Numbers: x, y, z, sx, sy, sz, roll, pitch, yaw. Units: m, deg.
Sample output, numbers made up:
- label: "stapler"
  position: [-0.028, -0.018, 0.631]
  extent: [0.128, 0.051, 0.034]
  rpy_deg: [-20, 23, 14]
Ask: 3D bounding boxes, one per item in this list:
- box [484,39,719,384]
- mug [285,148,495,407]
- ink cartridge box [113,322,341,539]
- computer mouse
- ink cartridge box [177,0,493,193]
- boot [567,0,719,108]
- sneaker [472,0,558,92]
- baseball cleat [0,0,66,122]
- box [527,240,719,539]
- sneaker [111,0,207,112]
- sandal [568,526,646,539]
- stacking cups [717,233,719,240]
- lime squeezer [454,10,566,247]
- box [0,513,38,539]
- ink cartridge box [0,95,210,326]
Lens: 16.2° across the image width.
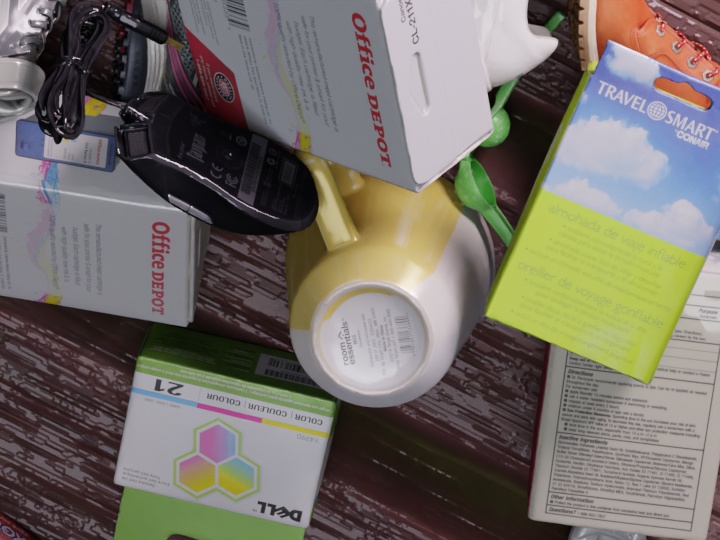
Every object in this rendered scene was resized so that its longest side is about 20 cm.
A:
- label: "box"
  position: [0.172, -0.040, 1.631]
  extent: [0.121, 0.048, 0.201]
  rpy_deg: [22, 108, -2]
- label: "mug"
  position: [-0.001, 0.009, 1.723]
  extent: [0.186, 0.153, 0.150]
  rpy_deg: [35, 110, -7]
- label: "ink cartridge box"
  position: [-0.103, 0.155, 1.825]
  extent: [0.147, 0.076, 0.201]
  rpy_deg: [13, 109, 1]
- label: "computer mouse"
  position: [-0.120, -0.094, 1.643]
  extent: [0.199, 0.141, 0.046]
  rpy_deg: [23, 133, -19]
- label: "ink cartridge box"
  position: [-0.020, -0.152, 1.630]
  extent: [0.200, 0.083, 0.146]
  rpy_deg: [22, 137, 39]
- label: "boot"
  position: [0.193, -0.150, 1.696]
  extent: [0.107, 0.075, 0.201]
  rpy_deg: [-8, 117, 5]
- label: "sneaker"
  position: [0.065, -0.210, 1.645]
  extent: [0.087, 0.075, 0.201]
  rpy_deg: [-22, 113, -2]
- label: "baseball cleat"
  position: [-0.221, -0.162, 1.682]
  extent: [0.200, 0.070, 0.107]
  rpy_deg: [-36, 70, -15]
- label: "box"
  position: [0.189, 0.070, 1.750]
  extent: [0.127, 0.109, 0.201]
  rpy_deg: [7, 110, 3]
- label: "sneaker"
  position: [-0.123, -0.192, 1.707]
  extent: [0.074, 0.081, 0.201]
  rpy_deg: [3, 118, -11]
- label: "sandal"
  position: [0.177, 0.268, 1.858]
  extent: [0.082, 0.050, 0.204]
  rpy_deg: [7, 98, -13]
- label: "stacking cups"
  position: [0.249, -0.044, 1.691]
  extent: [0.199, 0.061, 0.061]
  rpy_deg: [15, 111, -18]
- label: "lime squeezer"
  position: [0.099, -0.080, 1.734]
  extent: [0.070, 0.038, 0.201]
  rpy_deg: [11, 105, 30]
- label: "box"
  position: [-0.296, 0.235, 1.860]
  extent: [0.200, 0.096, 0.100]
  rpy_deg: [37, 110, -8]
- label: "ink cartridge box"
  position: [-0.203, -0.046, 1.725]
  extent: [0.199, 0.088, 0.146]
  rpy_deg: [11, 146, 3]
